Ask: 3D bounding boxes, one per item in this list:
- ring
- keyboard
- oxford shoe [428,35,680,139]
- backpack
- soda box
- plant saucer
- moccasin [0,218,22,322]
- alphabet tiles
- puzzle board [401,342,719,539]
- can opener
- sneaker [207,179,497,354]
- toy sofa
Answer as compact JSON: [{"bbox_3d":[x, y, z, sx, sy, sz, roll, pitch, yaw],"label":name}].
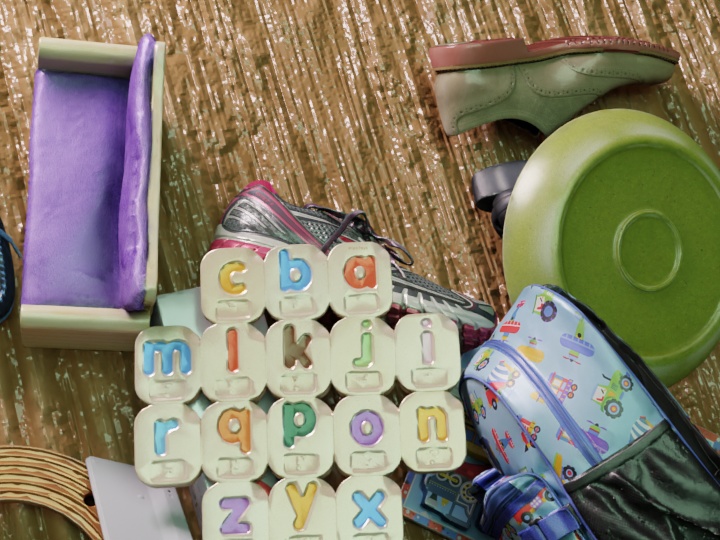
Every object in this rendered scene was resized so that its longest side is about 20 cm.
[{"bbox_3d":[-0.213,0.205,0.890,0.199,0.019,0.201,5,68,-12],"label":"ring"},{"bbox_3d":[-0.119,0.166,0.851,0.056,0.200,0.011,11,111,-23],"label":"keyboard"},{"bbox_3d":[0.144,-0.135,1.092,0.199,0.070,0.075,-5,97,-17],"label":"oxford shoe"},{"bbox_3d":[0.130,0.115,0.901,0.134,0.183,0.200,-36,81,-7],"label":"backpack"},{"bbox_3d":[-0.077,0.110,0.934,0.068,0.064,0.201,-12,73,-17],"label":"soda box"},{"bbox_3d":[0.191,-0.013,1.015,0.199,0.031,0.201,1,87,-25],"label":"plant saucer"},{"bbox_3d":[-0.280,-0.057,0.946,0.080,0.068,0.201,-24,77,-21],"label":"moccasin"},{"bbox_3d":[-0.037,0.079,0.899,0.199,0.015,0.197,-3,72,-2],"label":"alphabet tiles"},{"bbox_3d":[0.138,0.137,1.002,0.199,0.017,0.151,26,66,-4],"label":"puzzle board"},{"bbox_3d":[0.181,-0.052,1.059,0.199,0.063,0.079,-4,70,-15],"label":"can opener"},{"bbox_3d":[0.000,0.000,0.986,0.199,0.081,0.075,21,64,-4],"label":"sneaker"},{"bbox_3d":[-0.173,-0.053,0.955,0.082,0.098,0.201,4,69,-12],"label":"toy sofa"}]
